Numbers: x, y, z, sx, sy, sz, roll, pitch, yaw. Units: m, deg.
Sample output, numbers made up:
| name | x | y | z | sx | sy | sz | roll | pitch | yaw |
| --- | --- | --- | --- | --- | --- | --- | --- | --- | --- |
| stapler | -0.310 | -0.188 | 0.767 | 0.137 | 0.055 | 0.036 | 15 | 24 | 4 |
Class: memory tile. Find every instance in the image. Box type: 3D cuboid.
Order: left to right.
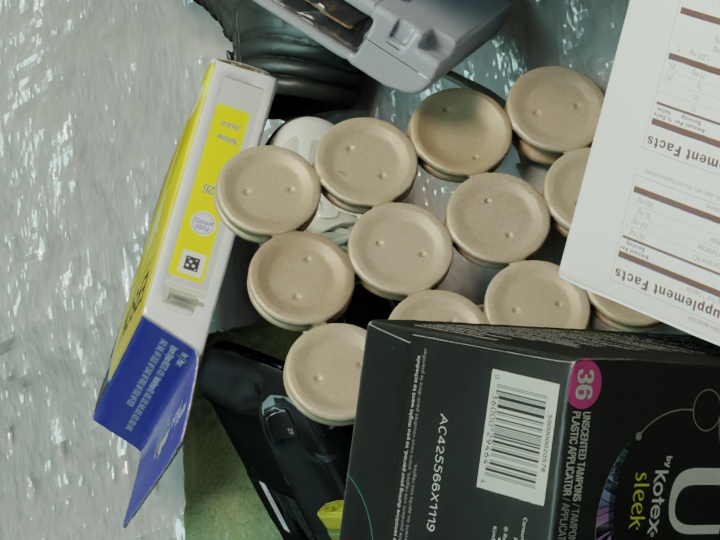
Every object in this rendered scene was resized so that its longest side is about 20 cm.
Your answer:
| name | x | y | z | sx | sy | sz | roll | pitch | yaw |
| --- | --- | --- | --- | --- | --- | --- | --- | --- | --- |
| memory tile | 0.041 | -0.015 | 1.232 | 0.017 | 0.200 | 0.153 | 99 | 151 | -60 |

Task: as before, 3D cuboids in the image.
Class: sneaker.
| name | x | y | z | sx | sy | sz | roll | pitch | yaw |
| --- | --- | --- | --- | --- | --- | --- | --- | --- | --- |
| sneaker | -0.066 | -0.137 | 1.451 | 0.200 | 0.071 | 0.099 | 14 | 92 | 45 |
| sneaker | 0.001 | 0.000 | 1.291 | 0.115 | 0.076 | 0.201 | 111 | 147 | -67 |

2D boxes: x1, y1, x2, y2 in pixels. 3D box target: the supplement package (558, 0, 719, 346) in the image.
| name | x | y | z | sx | sy | sz | roll | pitch | yaw |
| --- | --- | --- | --- | --- | --- | --- | --- | --- | --- |
| supplement package | 0.180 | -0.073 | 1.120 | 0.110 | 0.114 | 0.200 | 25 | 104 | 47 |

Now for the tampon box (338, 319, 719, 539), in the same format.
| name | x | y | z | sx | sy | sz | roll | pitch | yaw |
| --- | --- | --- | --- | --- | --- | --- | --- | --- | --- |
| tampon box | 0.108 | 0.104 | 1.119 | 0.126 | 0.200 | 0.150 | 11 | 96 | 49 |

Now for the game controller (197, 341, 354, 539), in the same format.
| name | x | y | z | sx | sy | sz | roll | pitch | yaw |
| --- | --- | --- | --- | --- | --- | --- | --- | --- | --- |
| game controller | -0.014 | 0.119 | 1.288 | 0.104 | 0.042 | 0.200 | 30 | 150 | 53 |

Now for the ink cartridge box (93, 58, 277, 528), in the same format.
| name | x | y | z | sx | sy | sz | roll | pitch | yaw |
| --- | --- | --- | --- | --- | --- | --- | --- | --- | --- |
| ink cartridge box | -0.101 | 0.017 | 1.388 | 0.198 | 0.047 | 0.200 | 126 | 162 | -67 |

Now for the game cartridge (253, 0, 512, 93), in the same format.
| name | x | y | z | sx | sy | sz | roll | pitch | yaw |
| --- | --- | --- | --- | --- | --- | --- | --- | --- | --- |
| game cartridge | -0.026 | -0.162 | 1.299 | 0.200 | 0.133 | 0.042 | 33 | 112 | 8 |

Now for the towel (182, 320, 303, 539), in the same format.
| name | x | y | z | sx | sy | sz | roll | pitch | yaw |
| --- | --- | --- | --- | --- | --- | --- | --- | --- | --- |
| towel | -0.033 | 0.095 | 1.415 | 0.200 | 0.036 | 0.149 | -17 | 72 | 48 |

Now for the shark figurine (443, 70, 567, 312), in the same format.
| name | x | y | z | sx | sy | sz | roll | pitch | yaw |
| --- | --- | --- | --- | --- | --- | --- | --- | --- | --- |
| shark figurine | 0.068 | 0.001 | 1.269 | 0.128 | 0.089 | 0.215 | -1 | 87 | 48 |

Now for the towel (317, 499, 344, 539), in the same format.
| name | x | y | z | sx | sy | sz | roll | pitch | yaw |
| --- | --- | --- | --- | --- | --- | --- | --- | --- | --- |
| towel | 0.054 | 0.187 | 1.227 | 0.086 | 0.018 | 0.200 | -5 | 120 | 52 |
